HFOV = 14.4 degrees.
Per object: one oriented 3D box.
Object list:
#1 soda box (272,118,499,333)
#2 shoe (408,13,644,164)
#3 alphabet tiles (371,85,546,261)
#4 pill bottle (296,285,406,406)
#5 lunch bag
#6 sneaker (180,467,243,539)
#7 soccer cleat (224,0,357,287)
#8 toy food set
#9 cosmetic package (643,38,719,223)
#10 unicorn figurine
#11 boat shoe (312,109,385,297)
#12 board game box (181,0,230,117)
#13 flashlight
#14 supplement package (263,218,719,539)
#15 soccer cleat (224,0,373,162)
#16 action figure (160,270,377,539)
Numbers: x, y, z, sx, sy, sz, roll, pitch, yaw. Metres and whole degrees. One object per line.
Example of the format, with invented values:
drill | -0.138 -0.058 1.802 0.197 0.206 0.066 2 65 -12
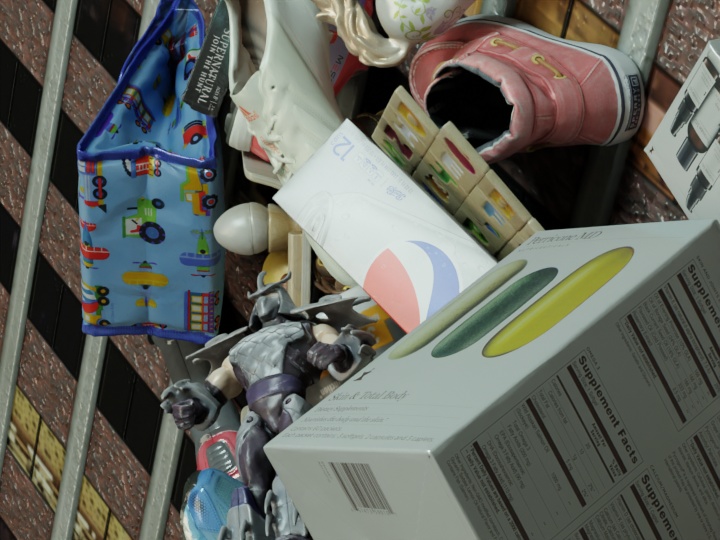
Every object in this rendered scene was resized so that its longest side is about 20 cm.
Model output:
soda box | 0.045 0.009 1.556 0.063 0.068 0.200 -46 67 2
shoe | 0.064 -0.102 1.593 0.200 0.090 0.072 16 110 56
alphabet tiles | 0.067 -0.025 1.566 0.167 0.006 0.200 50 171 3
pill bottle | 0.037 0.107 1.645 0.116 0.116 0.201 -40 75 54
lunch bag | -0.126 -0.074 1.879 0.201 0.093 0.151 -82 -5 -51
sneaker | -0.018 0.173 1.741 0.090 0.199 0.079 -52 11 32
soccer cleat | -0.038 -0.083 1.655 0.069 0.077 0.201 -26 76 46
toy food set | -0.065 0.019 1.801 0.144 0.060 0.202 -106 17 -74
cosmetic package | 0.219 -0.016 1.402 0.201 0.050 0.083 61 143 31
unicorn figurine | 0.061 -0.188 1.585 0.200 0.074 0.138 -45 64 28
boat shoe | 0.000 0.000 1.739 0.072 0.067 0.202 24 117 51
board game box | -0.056 -0.208 1.752 0.136 0.028 0.201 -72 5 -48
flashlight | -0.097 0.093 1.929 0.068 0.068 0.201 -60 43 46
supplement package | 0.093 0.092 1.375 0.151 0.200 0.151 -3 119 58
soccer cleat | -0.019 -0.160 1.737 0.068 0.073 0.201 -92 22 -86
action figure | -0.046 0.082 1.551 0.130 0.069 0.201 -27 49 30
